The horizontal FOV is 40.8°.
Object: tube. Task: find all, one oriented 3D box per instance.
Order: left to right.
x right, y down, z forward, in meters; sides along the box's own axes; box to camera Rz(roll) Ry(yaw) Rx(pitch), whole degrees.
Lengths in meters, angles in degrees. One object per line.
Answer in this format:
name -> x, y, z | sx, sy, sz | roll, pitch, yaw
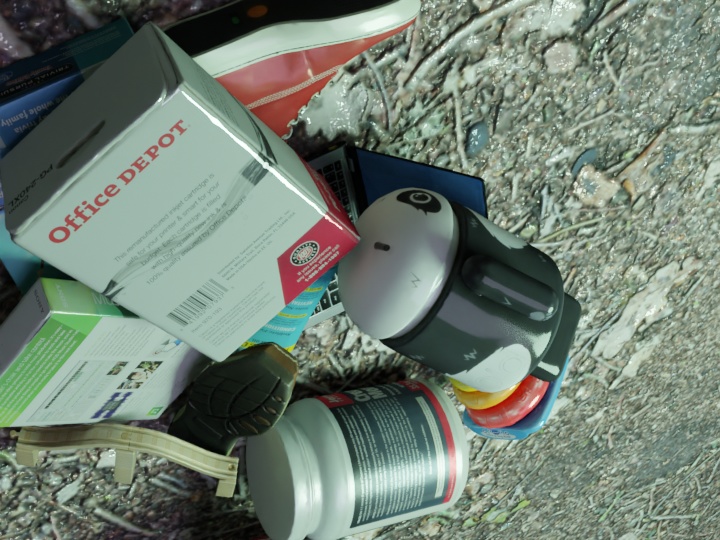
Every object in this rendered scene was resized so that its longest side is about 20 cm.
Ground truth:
tube -> -0.072, 0.032, 0.839 | 0.077, 0.051, 0.201 | 17, 139, -15

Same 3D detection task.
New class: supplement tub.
supplement tub -> -0.003, 0.193, 0.984 | 0.198, 0.141, 0.142 | -7, 130, -28

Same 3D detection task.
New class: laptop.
laptop -> 0.000, 0.000, 0.835 | 0.198, 0.116, 0.189 | -25, 136, -12

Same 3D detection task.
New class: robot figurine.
robot figurine -> 0.077, 0.016, 0.752 | 0.198, 0.126, 0.150 | 26, 129, -23

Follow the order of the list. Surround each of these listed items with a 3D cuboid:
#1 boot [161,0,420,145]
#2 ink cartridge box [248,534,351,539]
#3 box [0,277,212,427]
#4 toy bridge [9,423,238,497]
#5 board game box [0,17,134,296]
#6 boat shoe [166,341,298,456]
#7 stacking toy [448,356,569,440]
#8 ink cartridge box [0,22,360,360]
boot -> -0.044, -0.136, 0.724 | 0.198, 0.073, 0.145 | -20, 136, -5
ink cartridge box -> -0.095, 0.332, 1.010 | 0.144, 0.085, 0.200 | -12, 173, -24
box -> -0.204, 0.069, 0.774 | 0.144, 0.037, 0.199 | -44, 153, 24
toy bridge -> -0.204, 0.159, 0.840 | 0.197, 0.027, 0.068 | 11, 142, -9
board game box -> -0.200, -0.060, 0.704 | 0.150, 0.047, 0.201 | -26, 136, -11
boat shoe -> -0.111, 0.106, 0.857 | 0.075, 0.074, 0.200 | 40, 139, -9
stacking toy -> 0.114, 0.077, 0.997 | 0.200, 0.115, 0.111 | 46, 59, -30
ink cartridge box -> -0.118, -0.045, 0.656 | 0.145, 0.084, 0.200 | -39, 137, 11
